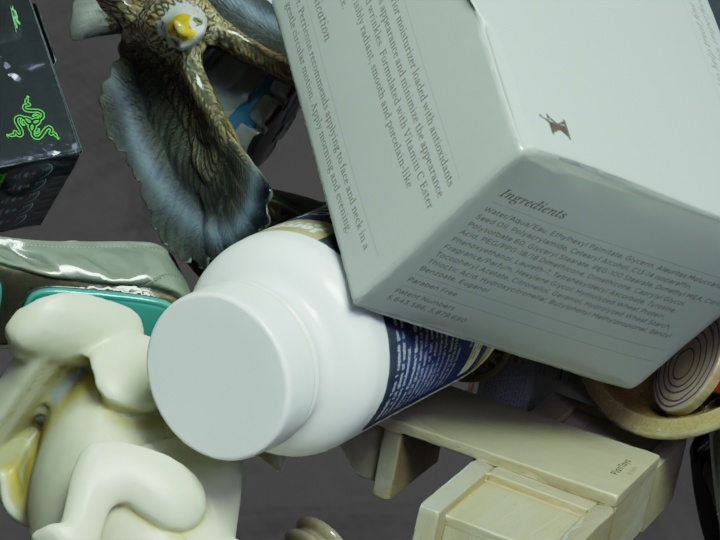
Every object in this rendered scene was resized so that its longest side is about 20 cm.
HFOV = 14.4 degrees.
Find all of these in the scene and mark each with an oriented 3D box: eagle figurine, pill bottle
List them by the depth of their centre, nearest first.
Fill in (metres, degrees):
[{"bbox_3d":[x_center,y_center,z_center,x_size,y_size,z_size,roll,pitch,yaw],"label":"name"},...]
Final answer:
[{"bbox_3d":[-0.017,0.027,1.411,0.111,0.111,0.200,52,32,9],"label":"pill bottle"},{"bbox_3d":[-0.081,-0.114,1.515,0.200,0.152,0.151,48,33,-6],"label":"eagle figurine"}]

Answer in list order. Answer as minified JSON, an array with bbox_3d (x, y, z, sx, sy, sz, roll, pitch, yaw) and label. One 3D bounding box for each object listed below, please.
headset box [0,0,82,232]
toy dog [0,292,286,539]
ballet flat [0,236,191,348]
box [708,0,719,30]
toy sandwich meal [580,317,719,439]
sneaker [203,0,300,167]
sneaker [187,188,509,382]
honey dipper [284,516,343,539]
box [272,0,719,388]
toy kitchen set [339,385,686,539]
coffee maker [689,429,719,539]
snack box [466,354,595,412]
[{"bbox_3d":[-0.259,-0.103,1.494,0.199,0.093,0.175,-11,70,-26],"label":"headset box"},{"bbox_3d":[-0.104,0.139,1.409,0.193,0.140,0.201,13,41,-47],"label":"toy dog"},{"bbox_3d":[-0.186,0.007,1.497,0.199,0.068,0.064,7,36,-19],"label":"ballet flat"},{"bbox_3d":[0.147,-0.223,1.628,0.200,0.117,0.197,-39,104,-8],"label":"box"},{"bbox_3d":[0.167,-0.009,1.498,0.070,0.205,0.206,30,54,-37],"label":"toy sandwich meal"},{"bbox_3d":[-0.045,-0.155,1.617,0.086,0.075,0.200,30,56,6],"label":"sneaker"},{"bbox_3d":[0.000,0.000,1.565,0.199,0.067,0.090,22,20,12],"label":"sneaker"},{"bbox_3d":[-0.079,0.203,1.450,0.038,0.038,0.200,43,60,3],"label":"honey dipper"},{"bbox_3d":[0.085,-0.074,1.412,0.199,0.131,0.200,17,44,-38],"label":"box"},{"bbox_3d":[0.049,0.165,1.497,0.162,0.181,0.200,19,21,19],"label":"toy kitchen set"},{"bbox_3d":[0.273,0.153,1.523,0.191,0.135,0.201,0,84,-10],"label":"coffee maker"},{"bbox_3d":[0.112,0.008,1.623,0.072,0.024,0.201,20,60,-11],"label":"snack box"}]
